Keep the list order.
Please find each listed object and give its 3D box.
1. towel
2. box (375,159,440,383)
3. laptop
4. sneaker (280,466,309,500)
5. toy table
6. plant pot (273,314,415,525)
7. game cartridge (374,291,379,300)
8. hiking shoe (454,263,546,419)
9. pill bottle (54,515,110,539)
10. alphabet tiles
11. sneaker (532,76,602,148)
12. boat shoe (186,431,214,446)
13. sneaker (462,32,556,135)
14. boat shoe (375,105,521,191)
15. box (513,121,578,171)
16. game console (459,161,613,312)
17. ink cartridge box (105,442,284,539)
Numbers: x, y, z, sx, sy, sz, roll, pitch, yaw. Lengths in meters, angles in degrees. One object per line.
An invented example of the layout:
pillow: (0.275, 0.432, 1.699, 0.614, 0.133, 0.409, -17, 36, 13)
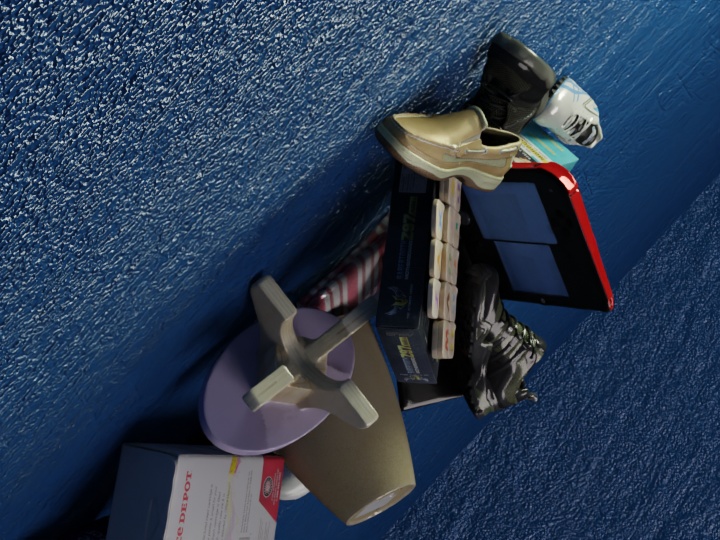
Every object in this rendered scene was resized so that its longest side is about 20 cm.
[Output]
towel: (0.000, 0.000, 1.595, 0.200, 0.030, 0.147, -45, 165, -17)
box: (0.061, 0.001, 1.462, 0.158, 0.051, 0.202, 66, 29, -63)
laptop: (0.101, 0.051, 1.670, 0.198, 0.189, 0.116, -12, -170, -25)
sneaker: (-0.061, 0.231, 1.919, 0.199, 0.080, 0.130, -38, 158, -13)
toy table: (-0.067, 0.101, 1.413, 0.200, 0.184, 0.117, -51, -174, -32)
plant pot: (-0.024, 0.186, 1.583, 0.186, 0.201, 0.188, -27, 162, -9)
game cartridge: (0.095, -0.027, 1.762, 0.200, 0.042, 0.133, -48, 161, 6)
hiking shoe: (0.162, 0.074, 1.577, 0.100, 0.076, 0.201, -12, 123, -13)
pill bottle: (-0.310, 0.341, 1.449, 0.112, 0.112, 0.200, -53, 164, 23)
alphabet tiles: (0.093, -0.006, 1.453, 0.196, 0.014, 0.202, 25, 67, -79)
sneaker: (0.269, -0.196, 1.737, 0.072, 0.073, 0.200, -49, 164, 14)
boat shoe: (-0.204, 0.270, 1.641, 0.065, 0.072, 0.201, -16, 140, -60)
sneaker: (0.147, -0.177, 1.444, 0.115, 0.076, 0.199, -52, 171, -5)
boat shoe: (0.094, -0.136, 1.369, 0.076, 0.072, 0.199, -48, 152, 23)
box: (0.190, -0.132, 1.663, 0.049, 0.082, 0.200, -56, 163, 26)
game console: (0.179, -0.038, 1.498, 0.031, 0.178, 0.199, -32, -157, -30)
ink cartridge box: (-0.177, 0.266, 1.480, 0.199, 0.085, 0.149, 15, 83, -56)
